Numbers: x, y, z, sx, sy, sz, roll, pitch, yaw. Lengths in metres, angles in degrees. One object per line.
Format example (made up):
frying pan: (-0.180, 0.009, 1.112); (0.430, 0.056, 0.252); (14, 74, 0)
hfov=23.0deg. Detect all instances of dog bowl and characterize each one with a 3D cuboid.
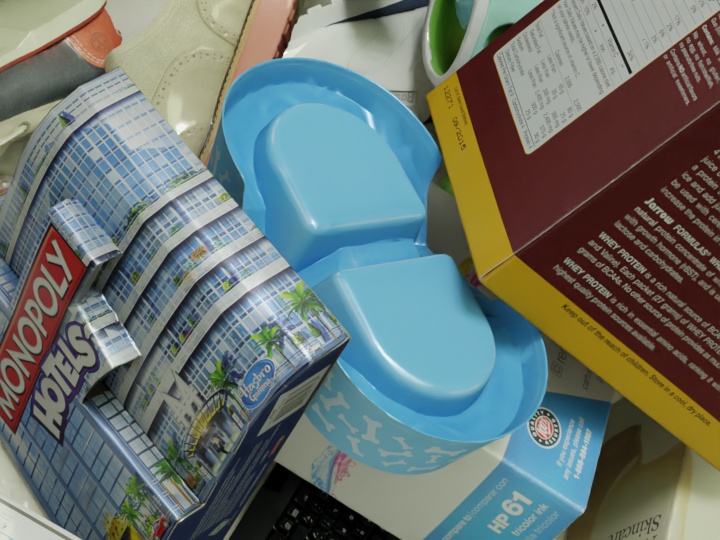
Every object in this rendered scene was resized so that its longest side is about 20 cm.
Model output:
dog bowl: (0.000, 0.000, 0.766); (0.111, 0.050, 0.200); (-9, 60, -38)

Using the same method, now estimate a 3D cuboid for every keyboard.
keyboard: (0.001, 0.126, 0.851); (0.104, 0.040, 0.200); (39, 55, -9)

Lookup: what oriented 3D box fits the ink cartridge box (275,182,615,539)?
ink cartridge box: (0.018, 0.035, 0.847); (0.200, 0.085, 0.145); (32, 42, -7)

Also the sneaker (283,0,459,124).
sneaker: (-0.006, -0.099, 0.933); (0.200, 0.076, 0.081); (-25, 93, -35)

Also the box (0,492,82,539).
box: (-0.183, 0.185, 0.698); (0.117, 0.060, 0.200); (34, 55, -13)

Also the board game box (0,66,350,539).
board game box: (-0.119, 0.020, 0.757); (0.062, 0.200, 0.200); (-31, 72, -38)

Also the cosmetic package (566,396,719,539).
cosmetic package: (0.153, 0.153, 0.891); (0.071, 0.105, 0.200); (30, 55, -15)

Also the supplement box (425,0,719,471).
supplement box: (0.176, -0.047, 0.797); (0.197, 0.200, 0.133); (36, 27, -35)

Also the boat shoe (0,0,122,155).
boat shoe: (-0.187, -0.068, 0.812); (0.200, 0.071, 0.063); (-38, 129, -36)

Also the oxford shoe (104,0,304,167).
oxford shoe: (-0.092, -0.069, 0.838); (0.074, 0.071, 0.200); (24, 87, -1)

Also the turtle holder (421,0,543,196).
turtle holder: (0.098, -0.111, 0.915); (0.131, 0.186, 0.141); (7, 56, -20)
